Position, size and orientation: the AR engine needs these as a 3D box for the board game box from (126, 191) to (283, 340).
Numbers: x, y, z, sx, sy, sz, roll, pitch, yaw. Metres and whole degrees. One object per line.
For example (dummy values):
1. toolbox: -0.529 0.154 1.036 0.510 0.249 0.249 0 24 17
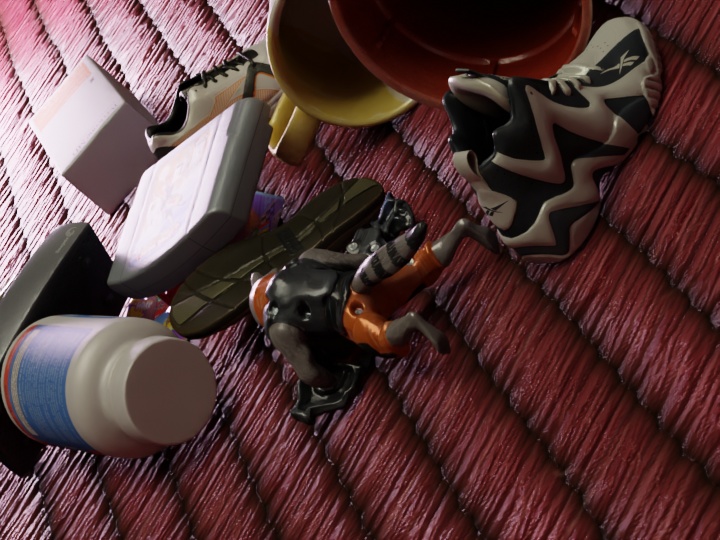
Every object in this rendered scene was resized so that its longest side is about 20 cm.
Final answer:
1. board game box: -0.152 -0.018 1.628 0.158 0.039 0.200 -55 27 -10

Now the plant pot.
1. plant pot: 0.097 -0.258 1.418 0.200 0.201 0.196 -26 27 37

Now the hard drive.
1. hard drive: -0.278 0.065 1.617 0.042 0.135 0.201 18 66 23

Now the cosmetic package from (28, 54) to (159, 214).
1. cosmetic package: -0.272 -0.144 1.927 0.102 0.071 0.200 -49 28 2

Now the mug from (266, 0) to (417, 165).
1. mug: -0.029 -0.201 1.568 0.186 0.150 0.153 -32 21 1

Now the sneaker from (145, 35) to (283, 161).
1. sneaker: -0.118 -0.166 1.722 0.200 0.080 0.074 -52 26 -7

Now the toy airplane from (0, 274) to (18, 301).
1. toy airplane: -0.392 0.100 1.651 0.200 0.141 0.199 -40 -9 -38

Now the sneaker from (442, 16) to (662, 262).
1. sneaker: 0.122 -0.119 1.254 0.079 0.129 0.200 2 56 55

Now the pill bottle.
1. pill bottle: -0.200 0.092 1.488 0.200 0.112 0.113 0 55 56

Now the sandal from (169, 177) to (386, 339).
1. sandal: -0.060 -0.001 1.469 0.199 0.055 0.082 -34 34 -1

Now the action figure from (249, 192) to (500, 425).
1. action figure: 0.000 0.000 1.324 0.193 0.105 0.201 -12 47 36

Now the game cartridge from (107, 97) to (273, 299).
1. game cartridge: -0.147 -0.052 1.559 0.200 0.041 0.134 -30 35 50
